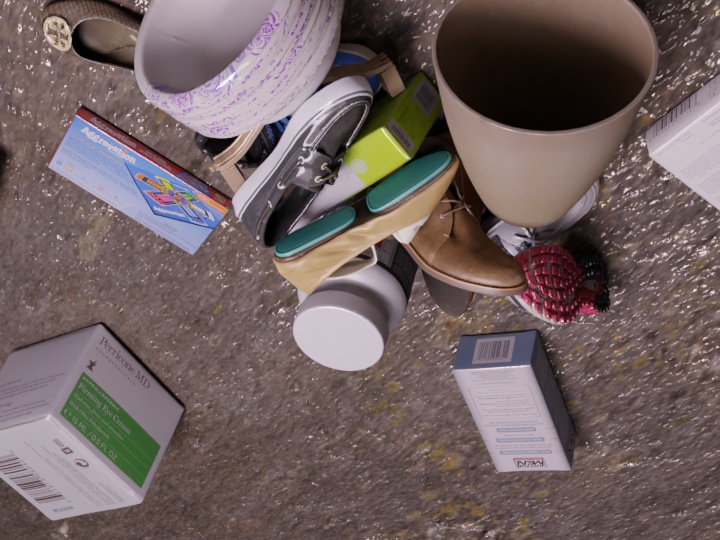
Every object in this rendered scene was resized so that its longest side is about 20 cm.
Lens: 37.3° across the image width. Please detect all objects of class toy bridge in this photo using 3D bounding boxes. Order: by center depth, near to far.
[{"bbox_3d":[-0.057,-0.147,1.004,0.200,0.027,0.067,-31,135,0],"label":"toy bridge"}]

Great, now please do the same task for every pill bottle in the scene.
[{"bbox_3d":[0.000,0.000,1.119,0.116,0.200,0.117,9,135,9],"label":"pill bottle"}]

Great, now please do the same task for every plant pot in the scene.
[{"bbox_3d":[0.159,-0.134,0.968,0.187,0.188,0.200,9,150,10],"label":"plant pot"}]

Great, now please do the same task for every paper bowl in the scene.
[{"bbox_3d":[-0.098,-0.211,0.948,0.200,0.201,0.104,-20,147,34],"label":"paper bowl"}]

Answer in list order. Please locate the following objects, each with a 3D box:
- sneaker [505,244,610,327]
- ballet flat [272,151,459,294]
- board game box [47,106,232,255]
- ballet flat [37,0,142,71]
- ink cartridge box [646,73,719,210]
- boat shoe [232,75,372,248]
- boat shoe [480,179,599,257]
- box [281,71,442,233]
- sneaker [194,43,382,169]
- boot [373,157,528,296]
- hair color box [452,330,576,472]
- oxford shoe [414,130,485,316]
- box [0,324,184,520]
[{"bbox_3d":[0.193,0.022,1.105,0.075,0.081,0.200,-9,169,32],"label":"sneaker"},{"bbox_3d":[0.013,-0.042,1.003,0.200,0.069,0.063,-28,117,12],"label":"ballet flat"},{"bbox_3d":[-0.257,-0.101,1.239,0.200,0.019,0.103,33,136,-14],"label":"board game box"},{"bbox_3d":[-0.237,-0.227,1.086,0.200,0.046,0.067,17,136,3],"label":"ballet flat"},{"bbox_3d":[0.394,-0.110,0.990,0.200,0.050,0.161,32,135,-19],"label":"ink cartridge box"},{"bbox_3d":[-0.046,-0.096,0.979,0.200,0.069,0.057,-45,66,37],"label":"boat shoe"},{"bbox_3d":[0.167,-0.040,1.117,0.072,0.069,0.200,41,132,-22],"label":"boat shoe"},{"bbox_3d":[-0.015,-0.110,1.070,0.200,0.122,0.048,-29,110,37],"label":"box"},{"bbox_3d":[-0.074,-0.156,1.054,0.200,0.111,0.077,-7,131,25],"label":"sneaker"},{"bbox_3d":[0.083,-0.044,1.019,0.200,0.074,0.076,36,124,34],"label":"boot"},{"bbox_3d":[0.194,0.166,1.320,0.099,0.061,0.200,-6,130,25],"label":"hair color box"},{"bbox_3d":[0.104,-0.048,1.099,0.071,0.071,0.200,20,123,40],"label":"oxford shoe"},{"bbox_3d":[-0.400,0.216,1.495,0.200,0.172,0.199,-17,126,31],"label":"box"}]
